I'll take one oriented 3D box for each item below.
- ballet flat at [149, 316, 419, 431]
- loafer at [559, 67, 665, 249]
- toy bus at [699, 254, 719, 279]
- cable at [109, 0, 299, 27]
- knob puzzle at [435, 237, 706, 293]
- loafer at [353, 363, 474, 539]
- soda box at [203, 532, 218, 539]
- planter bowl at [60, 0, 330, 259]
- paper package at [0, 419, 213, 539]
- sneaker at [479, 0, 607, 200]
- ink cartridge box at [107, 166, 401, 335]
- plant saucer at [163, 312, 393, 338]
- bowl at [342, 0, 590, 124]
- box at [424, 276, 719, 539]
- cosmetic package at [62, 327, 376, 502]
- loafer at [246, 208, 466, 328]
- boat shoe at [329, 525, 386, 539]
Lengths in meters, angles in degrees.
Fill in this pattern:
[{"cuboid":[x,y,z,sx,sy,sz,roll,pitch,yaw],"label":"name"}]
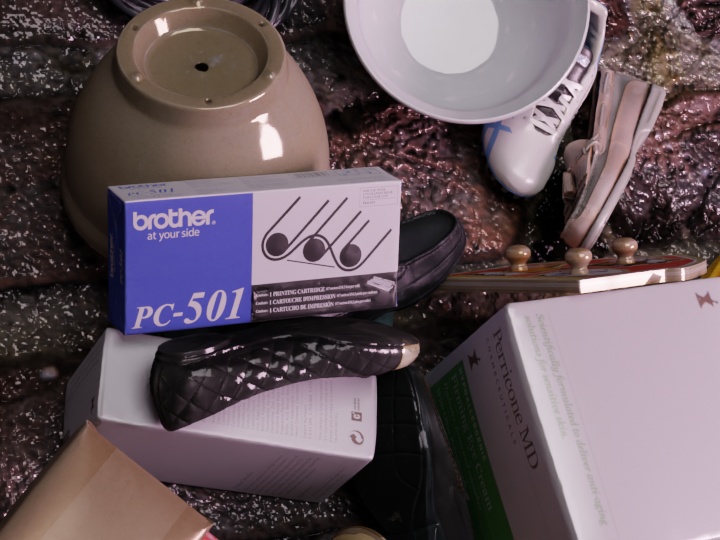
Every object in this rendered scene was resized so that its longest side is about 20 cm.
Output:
[{"cuboid":[-0.051,0.066,1.328,0.199,0.066,0.057,-7,106,-27],"label":"ballet flat"},{"cuboid":[0.194,-0.093,1.620,0.063,0.072,0.200,29,48,1],"label":"loafer"},{"cuboid":[0.387,0.038,1.568,0.200,0.192,0.136,40,58,0],"label":"toy bus"},{"cuboid":[-0.145,-0.252,1.558,0.199,0.051,0.164,5,69,-25],"label":"cable"},{"cuboid":[0.174,-0.008,1.494,0.219,0.219,0.031,-6,93,-27],"label":"knob puzzle"},{"cuboid":[0.044,0.162,1.412,0.072,0.073,0.201,-7,92,-50],"label":"loafer"},{"cuboid":[-0.142,0.268,1.289,0.070,0.063,0.200,39,57,-3],"label":"soda box"},{"cuboid":[-0.116,-0.109,1.403,0.199,0.135,0.201,3,47,-3],"label":"planter bowl"},{"cuboid":[-0.208,0.218,1.207,0.103,0.191,0.200,39,57,-5],"label":"paper package"},{"cuboid":[0.154,-0.148,1.624,0.072,0.072,0.200,28,59,-12],"label":"sneaker"},{"cuboid":[-0.071,-0.015,1.337,0.199,0.044,0.094,-5,108,-23],"label":"ink cartridge box"},{"cuboid":[-0.062,0.007,1.476,0.199,0.027,0.201,10,62,-19],"label":"plant saucer"},{"cuboid":[0.079,-0.207,1.590,0.200,0.090,0.202,1,81,-7],"label":"bowl"},{"cuboid":[0.180,0.133,1.437,0.199,0.171,0.200,-6,69,-27],"label":"box"},{"cuboid":[-0.099,0.103,1.369,0.199,0.102,0.074,12,60,-20],"label":"cosmetic package"},{"cuboid":[0.000,0.000,1.442,0.200,0.068,0.071,-31,125,-31],"label":"loafer"},{"cuboid":[0.029,0.273,1.349,0.200,0.072,0.068,53,40,2],"label":"boat shoe"}]
